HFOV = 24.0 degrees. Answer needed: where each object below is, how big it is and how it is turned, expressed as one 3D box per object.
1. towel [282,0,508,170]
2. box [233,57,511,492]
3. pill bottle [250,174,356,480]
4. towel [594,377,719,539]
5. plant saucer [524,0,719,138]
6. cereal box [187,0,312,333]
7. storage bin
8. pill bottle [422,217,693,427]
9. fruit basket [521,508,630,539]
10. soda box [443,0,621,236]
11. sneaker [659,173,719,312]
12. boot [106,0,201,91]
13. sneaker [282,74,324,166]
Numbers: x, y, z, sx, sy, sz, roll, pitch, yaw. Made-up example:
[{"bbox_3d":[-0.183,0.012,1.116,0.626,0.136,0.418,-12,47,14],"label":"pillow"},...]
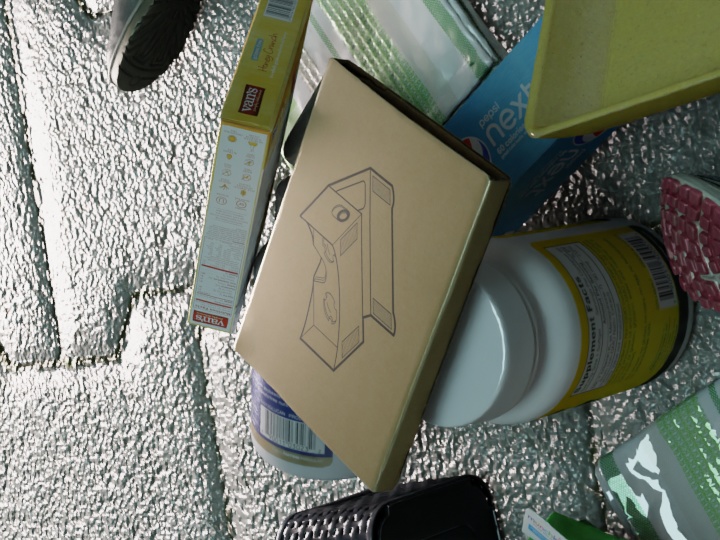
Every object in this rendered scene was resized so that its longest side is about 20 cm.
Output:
[{"bbox_3d":[0.009,-0.136,1.206,0.200,0.031,0.149,-46,65,37],"label":"towel"},{"bbox_3d":[0.000,0.000,0.984,0.163,0.021,0.200,41,120,43],"label":"box"},{"bbox_3d":[-0.021,0.035,1.184,0.111,0.111,0.201,24,123,36],"label":"pill bottle"},{"bbox_3d":[0.248,0.136,1.046,0.200,0.031,0.149,-41,71,36],"label":"towel"},{"bbox_3d":[0.197,-0.169,0.962,0.200,0.048,0.200,-16,50,42],"label":"plant saucer"},{"bbox_3d":[-0.076,-0.074,1.158,0.039,0.144,0.200,13,138,-1],"label":"cereal box"},{"bbox_3d":[0.035,0.252,1.174,0.094,0.135,0.201,-12,88,41],"label":"storage bin"},{"bbox_3d":[0.108,0.031,1.037,0.114,0.200,0.115,7,101,40],"label":"pill bottle"},{"bbox_3d":[0.178,0.247,1.065,0.200,0.094,0.185,30,150,22],"label":"fruit basket"},{"bbox_3d":[0.112,-0.096,1.104,0.200,0.064,0.068,-47,65,35],"label":"soda box"},{"bbox_3d":[0.247,-0.014,0.989,0.200,0.075,0.081,27,134,57],"label":"sneaker"},{"bbox_3d":[-0.209,-0.262,1.349,0.200,0.073,0.182,32,103,25],"label":"boot"},{"bbox_3d":[0.009,-0.080,1.115,0.075,0.088,0.200,-60,18,7],"label":"sneaker"}]
